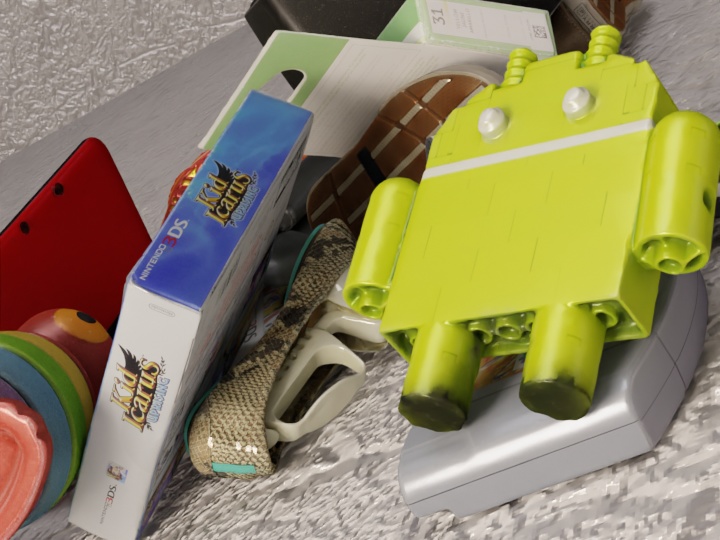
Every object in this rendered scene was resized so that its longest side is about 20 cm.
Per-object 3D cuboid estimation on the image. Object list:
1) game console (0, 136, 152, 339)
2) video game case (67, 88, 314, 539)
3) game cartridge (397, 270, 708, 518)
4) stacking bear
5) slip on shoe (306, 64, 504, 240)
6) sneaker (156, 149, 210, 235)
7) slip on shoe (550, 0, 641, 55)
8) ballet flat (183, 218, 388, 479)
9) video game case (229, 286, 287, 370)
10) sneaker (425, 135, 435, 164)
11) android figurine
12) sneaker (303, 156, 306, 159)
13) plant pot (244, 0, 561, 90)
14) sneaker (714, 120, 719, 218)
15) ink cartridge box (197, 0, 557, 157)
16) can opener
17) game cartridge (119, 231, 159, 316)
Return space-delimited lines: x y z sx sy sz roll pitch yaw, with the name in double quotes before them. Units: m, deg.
"game console" -0.217 0.040 1.031 0.172 0.118 0.200 -44 11 37
"video game case" -0.094 0.024 0.857 0.201 0.045 0.182 -66 -4 -52
"game cartridge" 0.097 0.035 0.717 0.132 0.042 0.200 -29 15 25
"stacking bear" -0.193 0.078 0.834 0.115 0.121 0.200 -68 -8 18
"slip on shoe" 0.041 -0.071 0.976 0.060 0.076 0.200 -21 -14 -41
"sneaker" -0.121 -0.037 1.177 0.200 0.073 0.077 -51 7 27
"slip on shoe" 0.188 -0.218 1.255 0.061 0.076 0.200 -41 13 28
"ballet flat" -0.025 0.047 0.875 0.075 0.068 0.201 7 42 27
"video game case" 0.000 0.000 1.032 0.199 0.023 0.182 -30 16 4
"sneaker" 0.093 -0.043 0.825 0.079 0.078 0.200 -18 12 -19
"android figurine" 0.077 -0.025 0.675 0.181 0.041 0.202 -9 52 38
"sneaker" -0.082 -0.070 1.318 0.078 0.076 0.200 -37 15 -11
"plant pot" 0.021 -0.200 1.180 0.200 0.177 0.200 -52 11 -3
"sneaker" 0.226 -0.101 0.792 0.199 0.083 0.072 -33 16 -16
"ink cartridge box" 0.008 -0.123 0.985 0.198 0.048 0.146 5 -28 -25
"can opener" -0.047 -0.028 1.099 0.066 0.053 0.200 9 29 13
"game cartridge" -0.119 0.013 1.039 0.040 0.134 0.201 17 37 8
